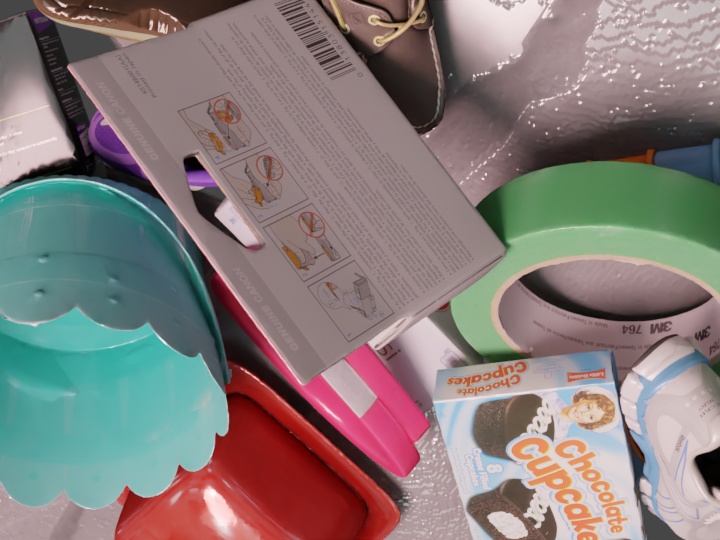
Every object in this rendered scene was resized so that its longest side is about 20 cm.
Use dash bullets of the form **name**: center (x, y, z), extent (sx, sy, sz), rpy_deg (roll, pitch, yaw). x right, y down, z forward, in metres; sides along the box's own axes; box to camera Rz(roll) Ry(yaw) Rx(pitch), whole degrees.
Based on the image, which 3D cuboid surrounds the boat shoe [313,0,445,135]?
- **boat shoe**: center (0.006, -0.167, 0.706), extent (0.071, 0.059, 0.202), rpy_deg (-28, 111, -16)

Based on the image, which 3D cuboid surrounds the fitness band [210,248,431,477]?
- **fitness band**: center (-0.025, 0.064, 0.814), extent (0.143, 0.037, 0.201), rpy_deg (27, 158, 54)

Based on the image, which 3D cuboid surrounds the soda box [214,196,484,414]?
- **soda box**: center (0.000, 0.000, 0.810), extent (0.064, 0.068, 0.200), rpy_deg (-38, 103, 30)

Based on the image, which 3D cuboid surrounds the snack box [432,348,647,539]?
- **snack box**: center (0.126, 0.146, 0.796), extent (0.115, 0.037, 0.202), rpy_deg (-8, 123, 15)

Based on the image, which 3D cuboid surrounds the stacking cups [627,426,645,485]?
- **stacking cups**: center (0.183, 0.132, 0.834), extent (0.199, 0.061, 0.061), rpy_deg (-36, 104, 30)

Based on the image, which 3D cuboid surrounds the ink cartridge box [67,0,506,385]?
- **ink cartridge box**: center (-0.039, -0.047, 0.640), extent (0.201, 0.176, 0.045), rpy_deg (53, 138, 8)

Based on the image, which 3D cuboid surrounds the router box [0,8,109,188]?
- **router box**: center (-0.285, -0.079, 0.820), extent (0.198, 0.051, 0.151), rpy_deg (-15, 104, 8)

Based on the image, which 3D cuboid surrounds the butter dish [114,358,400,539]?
- **butter dish**: center (-0.103, 0.207, 0.910), extent (0.199, 0.148, 0.200), rpy_deg (42, 121, -10)

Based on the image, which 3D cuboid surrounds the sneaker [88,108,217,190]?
- **sneaker**: center (-0.117, -0.090, 0.750), extent (0.199, 0.083, 0.082), rpy_deg (9, 95, 46)

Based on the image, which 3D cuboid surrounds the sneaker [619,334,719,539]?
- **sneaker**: center (0.219, 0.131, 0.738), extent (0.075, 0.087, 0.200), rpy_deg (-36, 135, -2)

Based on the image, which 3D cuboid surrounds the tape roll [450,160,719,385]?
- **tape roll**: center (0.156, 0.014, 0.734), extent (0.198, 0.049, 0.201), rpy_deg (10, 149, 6)

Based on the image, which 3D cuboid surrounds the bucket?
- **bucket**: center (-0.188, 0.046, 0.781), extent (0.204, 0.136, 0.208), rpy_deg (-6, 138, -5)

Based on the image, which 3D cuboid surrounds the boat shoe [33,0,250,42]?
- **boat shoe**: center (-0.105, -0.167, 0.751), extent (0.198, 0.076, 0.073), rpy_deg (13, 87, -10)

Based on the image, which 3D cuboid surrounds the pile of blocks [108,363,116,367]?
- **pile of blocks**: center (-0.210, 0.075, 0.917), extent (0.198, 0.062, 0.083), rpy_deg (-17, 113, 23)

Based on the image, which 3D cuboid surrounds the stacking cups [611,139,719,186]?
- **stacking cups**: center (0.202, -0.052, 0.729), extent (0.198, 0.061, 0.061), rpy_deg (-5, 118, 25)
